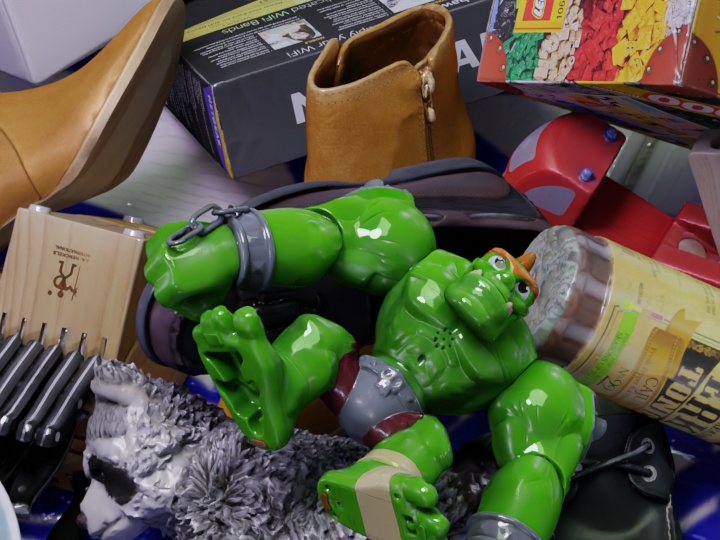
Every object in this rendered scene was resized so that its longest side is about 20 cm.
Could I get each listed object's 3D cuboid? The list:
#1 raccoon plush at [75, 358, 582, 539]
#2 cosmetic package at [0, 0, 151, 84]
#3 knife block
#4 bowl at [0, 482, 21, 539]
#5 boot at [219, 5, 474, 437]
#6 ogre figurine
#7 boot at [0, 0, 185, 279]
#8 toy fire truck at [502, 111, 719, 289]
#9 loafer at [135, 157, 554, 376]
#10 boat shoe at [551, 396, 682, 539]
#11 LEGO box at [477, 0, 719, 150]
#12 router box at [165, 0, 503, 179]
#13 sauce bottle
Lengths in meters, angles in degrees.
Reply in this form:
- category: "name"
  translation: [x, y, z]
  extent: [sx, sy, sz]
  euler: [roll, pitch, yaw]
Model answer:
- category: "raccoon plush"
  translation: [-0.023, 0.078, 1.173]
  extent: [0.199, 0.097, 0.134]
  euler: [-20, 65, -20]
- category: "cosmetic package"
  translation: [-0.180, -0.221, 1.408]
  extent: [0.167, 0.167, 0.200]
  euler: [-33, 33, -26]
- category: "knife block"
  translation: [-0.130, 0.063, 1.249]
  extent: [0.064, 0.176, 0.200]
  euler: [15, 3, 16]
- category: "bowl"
  translation: [-0.230, 0.158, 1.118]
  extent: [0.200, 0.105, 0.201]
  euler: [-2, 46, 2]
- category: "boot"
  translation: [-0.014, -0.021, 1.241]
  extent: [0.071, 0.144, 0.201]
  euler: [16, 46, 29]
- category: "ogre figurine"
  translation: [0.015, 0.040, 1.090]
  extent: [0.200, 0.098, 0.120]
  euler: [36, 51, 21]
- category: "boot"
  translation: [-0.184, -0.068, 1.310]
  extent: [0.144, 0.071, 0.202]
  euler: [28, 88, 15]
- category: "toy fire truck"
  translation: [0.165, -0.019, 1.235]
  extent: [0.200, 0.141, 0.049]
  euler: [33, 51, 1]
- category: "loafer"
  translation: [0.000, 0.000, 1.162]
  extent: [0.199, 0.072, 0.063]
  euler: [-20, 34, -35]
- category: "boat shoe"
  translation: [0.100, 0.078, 1.205]
  extent: [0.074, 0.066, 0.200]
  euler: [-4, 46, -2]
- category: "LEGO box"
  translation: [0.180, -0.097, 1.254]
  extent: [0.199, 0.078, 0.149]
  euler: [15, -4, -32]
- category: "router box"
  translation: [-0.001, -0.121, 1.379]
  extent: [0.199, 0.052, 0.157]
  euler: [-18, 25, -13]
- category: "sauce bottle"
  translation: [0.159, 0.043, 1.185]
  extent: [0.199, 0.065, 0.065]
  euler: [22, 42, -19]
